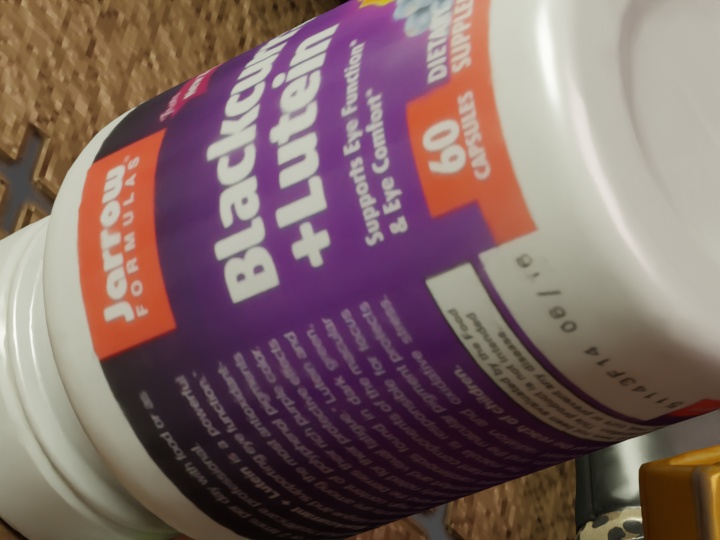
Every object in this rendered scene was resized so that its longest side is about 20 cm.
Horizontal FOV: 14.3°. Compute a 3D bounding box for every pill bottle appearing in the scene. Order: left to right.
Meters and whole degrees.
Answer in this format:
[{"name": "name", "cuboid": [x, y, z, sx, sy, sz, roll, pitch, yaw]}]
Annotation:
[{"name": "pill bottle", "cuboid": [0.000, 0.000, 0.642, 0.111, 0.200, 0.112, 27, 52, -41]}]

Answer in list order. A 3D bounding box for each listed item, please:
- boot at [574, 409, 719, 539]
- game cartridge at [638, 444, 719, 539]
[{"name": "boot", "cuboid": [0.126, 0.048, 0.883, 0.200, 0.073, 0.151, 18, 58, -42]}, {"name": "game cartridge", "cuboid": [0.147, 0.140, 0.779, 0.176, 0.032, 0.201, -6, 94, -43]}]
